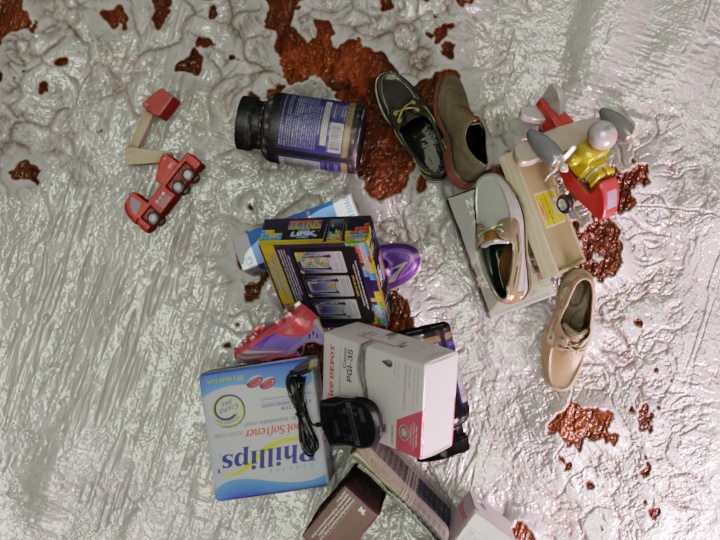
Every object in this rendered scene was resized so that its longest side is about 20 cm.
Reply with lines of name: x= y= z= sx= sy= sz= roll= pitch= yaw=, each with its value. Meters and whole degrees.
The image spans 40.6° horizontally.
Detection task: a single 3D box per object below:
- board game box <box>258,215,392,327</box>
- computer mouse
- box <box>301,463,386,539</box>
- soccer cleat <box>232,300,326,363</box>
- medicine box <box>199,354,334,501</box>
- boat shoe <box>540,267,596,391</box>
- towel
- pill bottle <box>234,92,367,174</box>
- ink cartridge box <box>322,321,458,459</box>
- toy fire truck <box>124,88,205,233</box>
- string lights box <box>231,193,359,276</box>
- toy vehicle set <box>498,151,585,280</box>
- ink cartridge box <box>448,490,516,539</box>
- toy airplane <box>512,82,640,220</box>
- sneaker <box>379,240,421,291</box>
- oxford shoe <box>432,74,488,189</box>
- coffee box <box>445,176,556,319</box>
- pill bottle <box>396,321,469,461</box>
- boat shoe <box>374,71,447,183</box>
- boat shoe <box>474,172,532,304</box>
board game box: x=-0.048 y=0.005 z=1.468 sx=0.164 sy=0.201 sz=0.057 roll=0 pitch=49 yaw=13
computer mouse: x=-0.033 y=0.192 z=1.420 sx=0.046 sy=0.199 sz=0.141 roll=-13 pitch=85 yaw=-40
box: x=-0.021 y=0.368 z=1.483 sx=0.075 sy=0.200 sz=0.100 roll=41 pitch=91 yaw=3
soccer cleat: x=-0.129 y=0.115 z=1.519 sx=0.077 sy=0.067 sz=0.200 roll=50 pitch=134 yaw=-7
medicine box: x=-0.146 y=0.246 z=1.542 sx=0.181 sy=0.103 sz=0.202 roll=-9 pitch=87 yaw=3
boat shoe: x=0.327 y=0.098 z=1.529 sx=0.071 sy=0.065 sz=0.202 roll=6 pitch=102 yaw=1
towel: x=0.061 y=0.321 z=1.484 sx=0.035 sy=0.193 sz=0.200 roll=-44 pitch=89 yaw=9
pill bottle: x=-0.094 y=-0.221 z=1.545 sx=0.198 sy=0.112 sz=0.113 roll=9 pitch=89 yaw=3
ink cartridge box: x=0.039 y=0.173 z=1.433 sx=0.199 sy=0.082 sz=0.148 roll=14 pitch=108 yaw=41
toy fire truck: x=-0.333 y=-0.178 z=1.587 sx=0.141 sy=0.049 sz=0.200 roll=39 pitch=92 yaw=4
string lights box: x=-0.095 y=-0.055 z=1.545 sx=0.199 sy=0.103 sz=0.059 roll=-20 pitch=84 yaw=3
toy vehicle set: x=0.285 y=-0.093 z=1.519 sx=0.026 sy=0.124 sz=0.201 roll=-22 pitch=87 yaw=34
ink cartridge box: x=0.147 y=0.455 z=1.500 sx=0.083 sy=0.145 sz=0.201 roll=35 pitch=91 yaw=2
toy airplane: x=0.337 y=-0.201 z=1.496 sx=0.198 sy=0.141 sz=0.201 roll=28 pitch=63 yaw=-16
sneaker: x=0.000 y=0.000 z=1.549 sx=0.198 sy=0.083 sz=0.081 roll=-10 pitch=88 yaw=2
oxford shoe: x=0.167 y=-0.230 z=1.526 sx=0.070 sy=0.075 sz=0.201 roll=5 pitch=64 yaw=-33
coffee box: x=0.220 y=-0.037 z=1.540 sx=0.112 sy=0.080 sz=0.201 roll=-21 pitch=88 yaw=4
pill bottle: x=0.107 y=0.189 z=1.518 sx=0.111 sy=0.112 sz=0.202 roll=-13 pitch=88 yaw=3
boat shoe: x=0.087 y=-0.236 z=1.561 sx=0.071 sy=0.061 sz=0.202 roll=-31 pitch=87 yaw=2
boat shoe: x=0.210 y=-0.050 z=1.456 sx=0.074 sy=0.068 sz=0.201 roll=-17 pitch=87 yaw=31
